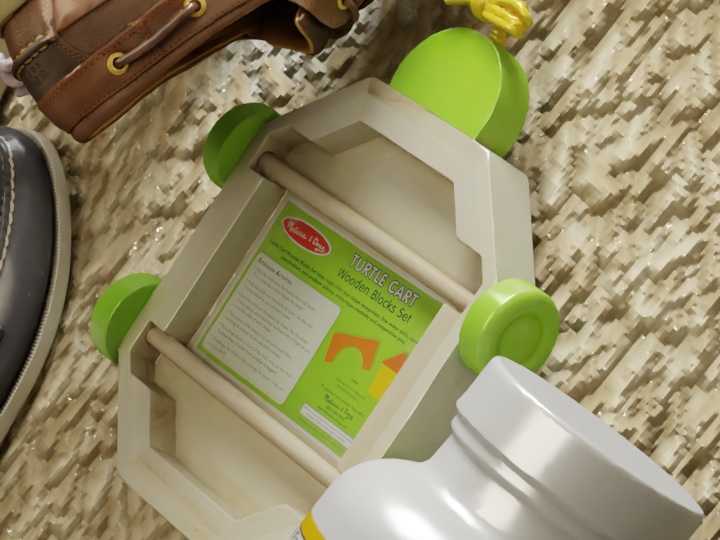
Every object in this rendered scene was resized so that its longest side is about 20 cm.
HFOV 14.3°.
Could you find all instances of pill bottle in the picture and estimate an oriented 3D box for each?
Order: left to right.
[{"bbox_3d":[0.007,0.125,0.800,0.200,0.104,0.104,-53,46,6],"label":"pill bottle"}]

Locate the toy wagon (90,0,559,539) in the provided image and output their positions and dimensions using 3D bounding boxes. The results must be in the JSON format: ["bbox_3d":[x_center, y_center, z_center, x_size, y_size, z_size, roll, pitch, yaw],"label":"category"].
[{"bbox_3d":[0.000,0.000,0.914,0.155,0.040,0.200,36,93,44],"label":"toy wagon"}]

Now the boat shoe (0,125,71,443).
[{"bbox_3d":[-0.161,0.035,1.016,0.073,0.063,0.200,8,75,43],"label":"boat shoe"}]

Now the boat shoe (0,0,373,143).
[{"bbox_3d":[-0.023,-0.101,0.925,0.200,0.072,0.068,-25,82,-17],"label":"boat shoe"}]

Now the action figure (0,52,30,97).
[{"bbox_3d":[-0.126,-0.140,0.993,0.134,0.200,0.149,-152,68,-68],"label":"action figure"}]

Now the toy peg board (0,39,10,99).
[{"bbox_3d":[-0.223,-0.136,1.074,0.098,0.199,0.200,12,77,59],"label":"toy peg board"}]
